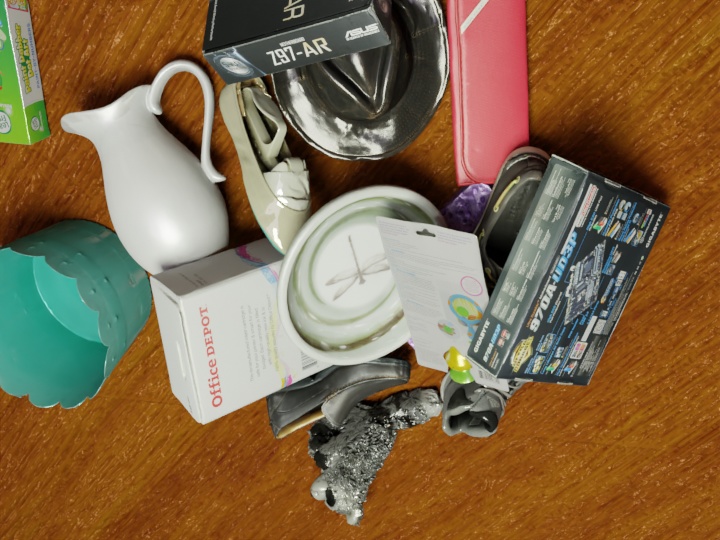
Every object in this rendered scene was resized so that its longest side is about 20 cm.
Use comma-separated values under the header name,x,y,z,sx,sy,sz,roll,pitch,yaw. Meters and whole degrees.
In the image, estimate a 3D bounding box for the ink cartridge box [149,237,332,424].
name,x,y,z,sx,sy,sz,roll,pitch,yaw
ink cartridge box,-0.112,0.052,0.797,0.084,0.197,0.148,24,127,47

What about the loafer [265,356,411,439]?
name,x,y,z,sx,sy,sz,roll,pitch,yaw
loafer,-0.026,0.151,0.881,0.197,0.074,0.072,-19,152,28

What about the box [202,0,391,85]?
name,x,y,z,sx,sy,sz,roll,pitch,yaw
box,-0.051,-0.272,0.643,0.157,0.204,0.044,-7,155,22

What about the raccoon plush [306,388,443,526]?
name,x,y,z,sx,sy,sz,roll,pitch,yaw
raccoon plush,0.024,0.239,0.914,0.196,0.097,0.136,-14,118,20

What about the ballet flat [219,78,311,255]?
name,x,y,z,sx,sy,sz,roll,pitch,yaw
ballet flat,-0.090,-0.113,0.751,0.069,0.069,0.203,-31,77,25

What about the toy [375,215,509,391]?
name,x,y,z,sx,sy,sz,roll,pitch,yaw
toy,0.092,0.027,0.743,0.113,0.047,0.203,13,133,36

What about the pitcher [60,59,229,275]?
name,x,y,z,sx,sy,sz,roll,pitch,yaw
pitcher,-0.206,-0.108,0.806,0.169,0.121,0.203,-28,94,11

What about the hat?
name,x,y,z,sx,sy,sz,roll,pitch,yaw
hat,0.002,-0.196,0.683,0.196,0.081,0.205,-2,110,-6

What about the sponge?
name,x,y,z,sx,sy,sz,roll,pitch,yaw
sponge,0.098,-0.002,0.814,0.111,0.030,0.200,43,117,-7

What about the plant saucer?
name,x,y,z,sx,sy,sz,roll,pitch,yaw
plant saucer,0.000,0.000,0.764,0.196,0.050,0.204,-14,123,-22

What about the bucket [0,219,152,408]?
name,x,y,z,sx,sy,sz,roll,pitch,yaw
bucket,-0.363,0.046,0.898,0.202,0.135,0.212,6,115,12

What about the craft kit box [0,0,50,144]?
name,x,y,z,sx,sy,sz,roll,pitch,yaw
craft kit box,-0.465,-0.253,0.842,0.195,0.049,0.202,6,118,12

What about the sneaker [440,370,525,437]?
name,x,y,z,sx,sy,sz,roll,pitch,yaw
sneaker,0.163,0.121,0.803,0.075,0.116,0.200,42,118,-7

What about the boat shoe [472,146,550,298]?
name,x,y,z,sx,sy,sz,roll,pitch,yaw
boat shoe,0.143,-0.019,0.738,0.070,0.061,0.205,12,120,2

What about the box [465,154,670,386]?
name,x,y,z,sx,sy,sz,roll,pitch,yaw
box,0.200,0.009,0.703,0.046,0.157,0.204,35,108,46

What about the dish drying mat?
name,x,y,z,sx,sy,sz,roll,pitch,yaw
dish drying mat,0.124,-0.185,0.713,0.075,0.018,0.205,-6,107,0
